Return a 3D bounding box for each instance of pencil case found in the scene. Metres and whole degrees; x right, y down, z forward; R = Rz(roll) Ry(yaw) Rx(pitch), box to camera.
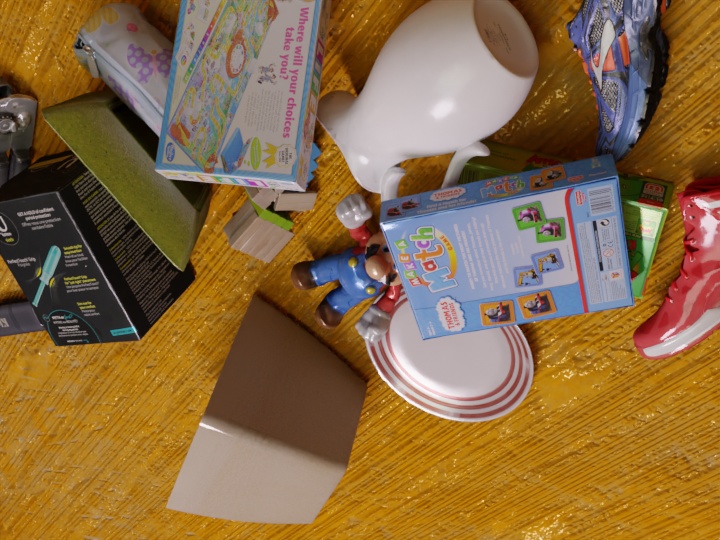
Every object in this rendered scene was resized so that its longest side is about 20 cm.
[{"bbox_3d":[-0.191,-0.176,0.889,0.200,0.091,0.083,43,106,13],"label":"pencil case"}]

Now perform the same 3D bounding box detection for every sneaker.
[{"bbox_3d":[0.302,-0.013,0.815,0.116,0.078,0.200,46,119,0],"label":"sneaker"},{"bbox_3d":[0.207,-0.183,0.734,0.078,0.075,0.202,14,122,29],"label":"sneaker"}]

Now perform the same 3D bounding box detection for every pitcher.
[{"bbox_3d":[0.066,-0.130,0.790,0.199,0.121,0.173,-31,82,44],"label":"pitcher"}]

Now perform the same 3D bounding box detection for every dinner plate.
[{"bbox_3d":[0.099,0.088,1.016,0.198,0.024,0.202,13,129,17],"label":"dinner plate"}]

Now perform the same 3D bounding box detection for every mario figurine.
[{"bbox_3d":[0.000,0.000,0.940,0.123,0.107,0.199,28,143,-28],"label":"mario figurine"}]

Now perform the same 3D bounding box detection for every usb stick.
[{"bbox_3d":[-0.518,0.071,1.310,0.198,0.033,0.056,-8,121,32],"label":"usb stick"}]

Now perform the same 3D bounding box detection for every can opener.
[{"bbox_3d":[-0.436,-0.145,1.105,0.067,0.053,0.201,54,139,25],"label":"can opener"}]

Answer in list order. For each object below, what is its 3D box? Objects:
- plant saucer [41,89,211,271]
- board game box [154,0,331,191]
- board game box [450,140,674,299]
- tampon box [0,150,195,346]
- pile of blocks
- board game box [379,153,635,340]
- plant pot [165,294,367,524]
[{"bbox_3d":[-0.224,-0.112,0.945,0.048,0.200,0.200,-38,105,7],"label":"plant saucer"},{"bbox_3d":[-0.103,-0.178,0.811,0.133,0.034,0.202,6,83,12],"label":"board game box"},{"bbox_3d":[0.181,-0.051,0.852,0.198,0.048,0.102,16,130,16],"label":"board game box"},{"bbox_3d":[-0.322,-0.030,1.070,0.148,0.127,0.201,-5,121,31],"label":"tampon box"},{"bbox_3d":[-0.089,-0.105,0.953,0.062,0.081,0.201,56,135,39],"label":"pile of blocks"},{"bbox_3d":[0.132,-0.014,0.796,0.198,0.037,0.152,-11,131,13],"label":"board game box"},{"bbox_3d":[-0.102,0.189,1.093,0.175,0.201,0.201,22,133,-5],"label":"plant pot"}]
